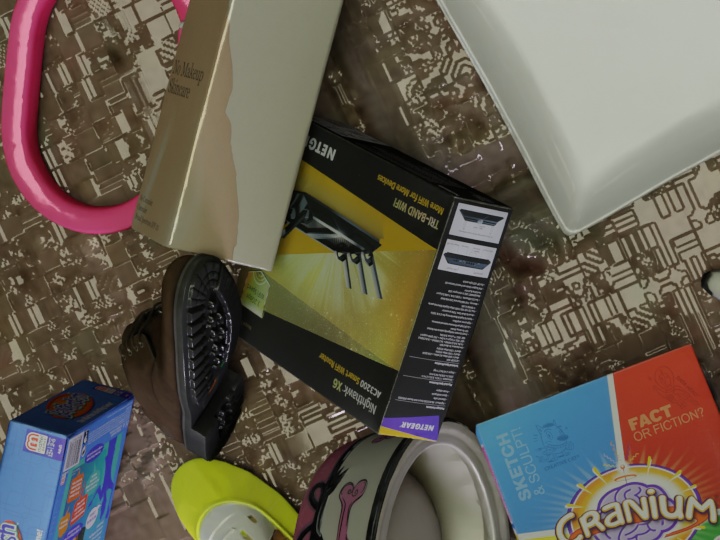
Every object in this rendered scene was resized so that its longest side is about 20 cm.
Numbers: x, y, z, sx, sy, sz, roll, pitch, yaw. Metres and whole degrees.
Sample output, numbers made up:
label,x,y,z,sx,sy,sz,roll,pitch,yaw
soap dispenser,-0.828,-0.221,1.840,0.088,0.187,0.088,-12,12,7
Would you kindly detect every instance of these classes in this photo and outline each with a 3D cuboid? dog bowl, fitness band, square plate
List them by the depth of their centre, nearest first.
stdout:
label,x,y,z,sx,sy,sz,roll,pitch,yaw
dog bowl,0.025,0.197,1.437,0.073,0.200,0.201,0,98,30
square plate,0.176,-0.155,1.440,0.199,0.028,0.199,-29,91,13
fitness band,-0.176,-0.125,1.507,0.143,0.037,0.201,8,97,10

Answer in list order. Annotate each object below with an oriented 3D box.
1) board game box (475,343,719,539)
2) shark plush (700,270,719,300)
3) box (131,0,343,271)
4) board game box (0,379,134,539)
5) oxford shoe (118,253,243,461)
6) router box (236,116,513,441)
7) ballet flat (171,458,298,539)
label,x,y,z,sx,sy,sz,roll,pitch,yaw
board game box,0.178,0.168,1.398,0.152,0.040,0.201,-21,77,-1
shark plush,0.317,0.008,1.418,0.199,0.091,0.083,32,72,10
box,-0.081,-0.110,1.442,0.077,0.095,0.201,13,93,-23
board game box,-0.215,0.187,1.496,0.045,0.152,0.201,14,99,9
oxford shoe,-0.127,0.052,1.457,0.084,0.073,0.200,26,144,14
router box,0.000,0.000,1.420,0.200,0.052,0.158,30,106,51
ballet flat,-0.056,0.206,1.511,0.200,0.067,0.067,43,104,3
